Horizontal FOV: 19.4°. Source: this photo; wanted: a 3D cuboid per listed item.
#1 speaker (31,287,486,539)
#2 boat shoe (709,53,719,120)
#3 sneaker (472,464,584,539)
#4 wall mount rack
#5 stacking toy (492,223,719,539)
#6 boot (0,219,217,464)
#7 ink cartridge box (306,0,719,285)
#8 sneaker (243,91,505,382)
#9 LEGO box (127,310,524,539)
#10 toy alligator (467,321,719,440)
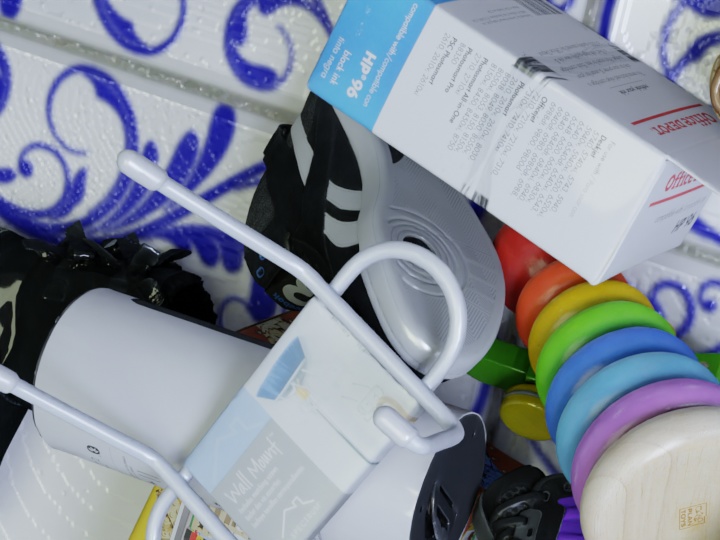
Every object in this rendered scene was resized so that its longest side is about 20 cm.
[{"bbox_3d":[-0.046,0.073,0.953,0.199,0.081,0.082,17,107,23],"label":"speaker"},{"bbox_3d":[0.235,-0.099,0.865,0.200,0.074,0.076,-24,88,26],"label":"boat shoe"},{"bbox_3d":[0.079,0.141,0.922,0.099,0.200,0.070,43,133,13],"label":"sneaker"},{"bbox_3d":[-0.057,0.052,0.872,0.174,0.075,0.200,45,110,16],"label":"wall mount rack"},{"bbox_3d":[0.105,0.041,0.906,0.086,0.085,0.200,-60,30,23],"label":"stacking toy"},{"bbox_3d":[-0.163,0.067,1.110,0.162,0.073,0.199,14,105,21],"label":"boot"},{"bbox_3d":[0.091,-0.060,0.925,0.200,0.116,0.068,35,114,18],"label":"ink cartridge box"},{"bbox_3d":[0.000,0.000,0.973,0.112,0.073,0.200,-51,34,32],"label":"sneaker"},{"bbox_3d":[-0.031,0.145,1.049,0.149,0.077,0.200,34,113,18],"label":"LEGO box"},{"bbox_3d":[0.133,0.058,0.964,0.199,0.059,0.054,4,142,27],"label":"toy alligator"}]
